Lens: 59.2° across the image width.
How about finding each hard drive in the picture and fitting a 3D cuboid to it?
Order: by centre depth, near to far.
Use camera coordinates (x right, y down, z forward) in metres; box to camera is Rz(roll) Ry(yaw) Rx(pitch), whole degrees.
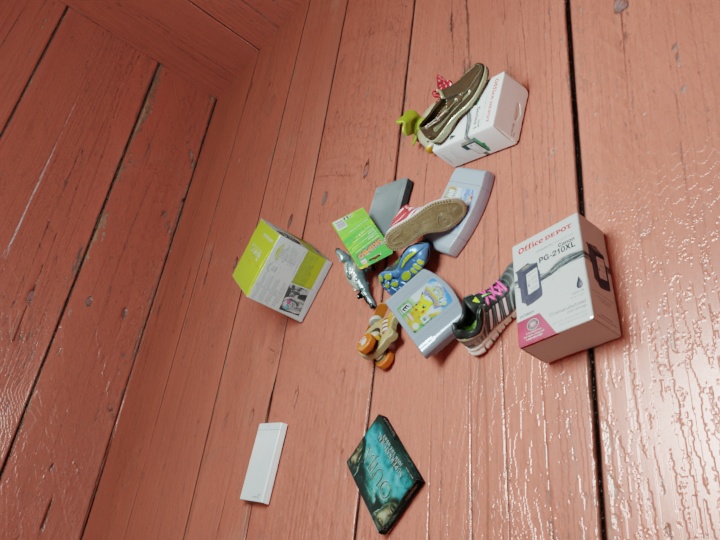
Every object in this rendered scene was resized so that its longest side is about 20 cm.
[{"bbox_3d":[0.065,-0.135,1.668,0.138,0.033,0.204,-11,59,55],"label":"hard drive"},{"bbox_3d":[-0.258,0.510,1.686,0.131,0.026,0.204,-20,52,51],"label":"hard drive"}]

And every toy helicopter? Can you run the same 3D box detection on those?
[{"bbox_3d":[0.065,0.118,1.454,0.201,0.079,0.132,-50,22,2],"label":"toy helicopter"}]

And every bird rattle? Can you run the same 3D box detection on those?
[{"bbox_3d":[0.202,-0.387,1.622,0.198,0.112,0.165,-35,50,20],"label":"bird rattle"}]

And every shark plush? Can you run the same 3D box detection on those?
[{"bbox_3d":[0.000,0.000,1.601,0.082,0.091,0.203,-26,48,16],"label":"shark plush"}]

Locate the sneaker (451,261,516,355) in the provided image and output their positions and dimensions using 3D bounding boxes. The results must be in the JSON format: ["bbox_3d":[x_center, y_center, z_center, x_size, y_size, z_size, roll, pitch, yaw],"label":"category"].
[{"bbox_3d":[0.240,0.062,1.179,0.202,0.086,0.074,-56,30,12],"label":"sneaker"}]

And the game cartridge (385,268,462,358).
[{"bbox_3d":[0.142,0.081,1.332,0.132,0.041,0.200,-38,37,0],"label":"game cartridge"}]

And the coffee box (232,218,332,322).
[{"bbox_3d":[-0.236,-0.004,1.880,0.203,0.196,0.199,-61,30,4],"label":"coffee box"}]

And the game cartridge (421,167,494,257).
[{"bbox_3d":[0.220,-0.134,1.418,0.203,0.041,0.133,-65,25,-1],"label":"game cartridge"}]

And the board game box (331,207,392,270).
[{"bbox_3d":[0.005,-0.078,1.600,0.094,0.030,0.201,-26,43,-6],"label":"board game box"}]

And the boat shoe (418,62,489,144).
[{"bbox_3d":[0.206,-0.383,1.422,0.204,0.074,0.075,-55,30,15],"label":"boat shoe"}]

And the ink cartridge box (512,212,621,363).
[{"bbox_3d":[0.336,0.029,1.054,0.144,0.083,0.204,-32,43,42],"label":"ink cartridge box"}]

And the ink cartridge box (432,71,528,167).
[{"bbox_3d":[0.271,-0.341,1.447,0.198,0.083,0.149,-14,56,54],"label":"ink cartridge box"}]

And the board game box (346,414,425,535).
[{"bbox_3d":[0.045,0.407,1.281,0.137,0.028,0.200,-57,30,11],"label":"board game box"}]

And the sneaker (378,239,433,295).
[{"bbox_3d":[0.108,-0.005,1.470,0.082,0.071,0.200,-39,-6,-40],"label":"sneaker"}]

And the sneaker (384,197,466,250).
[{"bbox_3d":[0.146,-0.120,1.420,0.197,0.072,0.113,-25,17,20],"label":"sneaker"}]
